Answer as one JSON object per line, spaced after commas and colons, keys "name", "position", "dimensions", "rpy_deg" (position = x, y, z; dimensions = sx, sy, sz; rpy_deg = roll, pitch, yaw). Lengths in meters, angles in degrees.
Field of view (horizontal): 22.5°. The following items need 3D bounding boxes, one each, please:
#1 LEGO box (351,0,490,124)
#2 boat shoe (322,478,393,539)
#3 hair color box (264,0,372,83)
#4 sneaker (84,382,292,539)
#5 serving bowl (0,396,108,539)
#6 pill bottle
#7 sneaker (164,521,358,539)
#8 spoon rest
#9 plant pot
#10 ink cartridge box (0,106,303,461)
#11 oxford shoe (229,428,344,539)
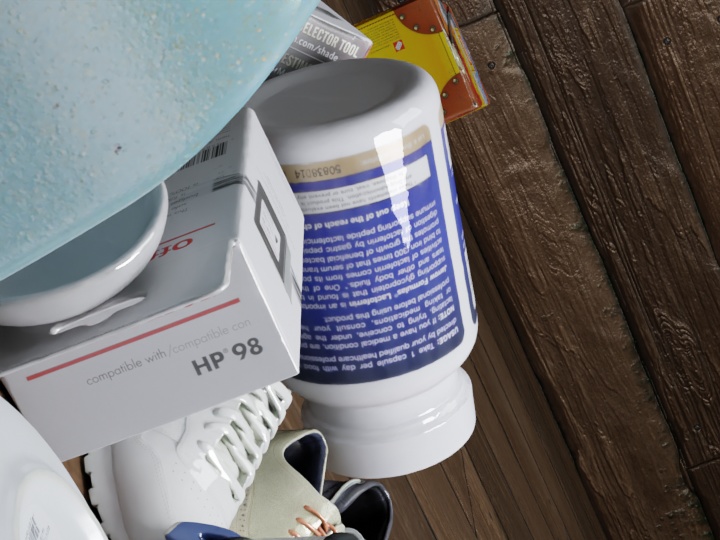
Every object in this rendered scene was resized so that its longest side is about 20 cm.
{"name": "LEGO box", "position": [-0.026, -0.101, 1.164], "dimensions": [0.149, 0.199, 0.077], "rpy_deg": [-39, 106, -81]}
{"name": "boat shoe", "position": [-0.019, 0.156, 1.024], "dimensions": [0.200, 0.062, 0.073], "rpy_deg": [-43, 111, -81]}
{"name": "hair color box", "position": [-0.085, -0.154, 1.040], "dimensions": [0.111, 0.064, 0.200], "rpy_deg": [22, 12, -29]}
{"name": "sneaker", "position": [-0.074, 0.072, 0.836], "dimensions": [0.200, 0.080, 0.077], "rpy_deg": [-94, 163, -56]}
{"name": "serving bowl", "position": [-0.112, 0.111, 0.546], "dimensions": [0.200, 0.066, 0.201], "rpy_deg": [-23, 90, -81]}
{"name": "pill bottle", "position": [0.000, 0.000, 0.952], "dimensions": [0.116, 0.115, 0.201], "rpy_deg": [-92, 172, -66]}
{"name": "sneaker", "position": [-0.029, 0.168, 0.674], "dimensions": [0.200, 0.115, 0.081], "rpy_deg": [-82, 152, -45]}
{"name": "spoon rest", "position": [-0.134, -0.040, 0.732], "dimensions": [0.200, 0.099, 0.061], "rpy_deg": [-119, -168, -59]}
{"name": "plant pot", "position": [-0.123, -0.135, 0.632], "dimensions": [0.196, 0.199, 0.197], "rpy_deg": [-103, 168, -49]}
{"name": "ink cartridge box", "position": [-0.089, 0.010, 0.771], "dimensions": [0.200, 0.115, 0.067], "rpy_deg": [-91, 159, -65]}
{"name": "oxford shoe", "position": [-0.047, 0.134, 0.868], "dimensions": [0.200, 0.074, 0.071], "rpy_deg": [-97, 163, -60]}
